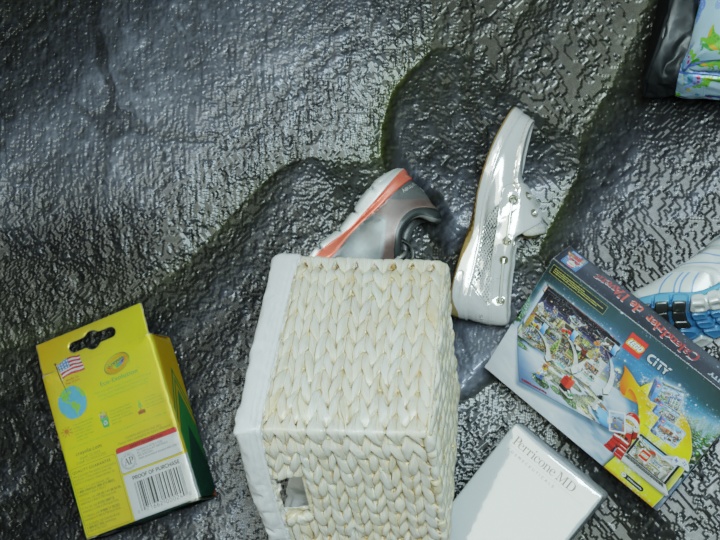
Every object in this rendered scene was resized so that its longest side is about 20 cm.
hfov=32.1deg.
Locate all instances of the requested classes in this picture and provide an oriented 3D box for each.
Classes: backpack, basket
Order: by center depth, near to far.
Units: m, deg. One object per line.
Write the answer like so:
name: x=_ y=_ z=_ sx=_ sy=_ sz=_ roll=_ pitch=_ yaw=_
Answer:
basket: x=-0.001 y=0.116 z=1.071 sx=0.159 sy=0.199 sz=0.201 roll=-1 pitch=47 yaw=9
backpack: x=0.364 y=-0.218 z=1.088 sx=0.198 sy=0.154 sz=0.164 roll=16 pitch=80 yaw=4

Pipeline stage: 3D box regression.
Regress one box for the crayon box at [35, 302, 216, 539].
crayon box: x=-0.232 y=0.148 z=1.231 sx=0.126 sy=0.051 sz=0.201 roll=-20 pitch=78 yaw=11

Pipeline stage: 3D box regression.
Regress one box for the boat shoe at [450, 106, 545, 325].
boat shoe: x=0.139 y=-0.047 z=1.153 sx=0.069 sy=0.071 sz=0.202 roll=15 pitch=95 yaw=15

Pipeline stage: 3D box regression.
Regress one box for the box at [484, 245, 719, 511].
box: x=0.221 y=0.094 z=1.090 sx=0.200 sy=0.038 sz=0.137 roll=40 pitch=126 yaw=16

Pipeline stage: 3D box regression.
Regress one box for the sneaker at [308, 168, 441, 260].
sneaker: x=0.000 y=0.000 z=1.180 sx=0.082 sy=0.077 sz=0.200 roll=40 pitch=94 yaw=10

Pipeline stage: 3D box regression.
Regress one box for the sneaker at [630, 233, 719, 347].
sneaker: x=0.309 y=0.011 z=1.107 sx=0.199 sy=0.075 sz=0.087 roll=-17 pitch=45 yaw=19

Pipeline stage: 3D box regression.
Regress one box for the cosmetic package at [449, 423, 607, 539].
cosmetic package: x=0.118 y=0.245 z=1.113 sx=0.101 sy=0.071 sz=0.200 roll=38 pitch=92 yaw=17
